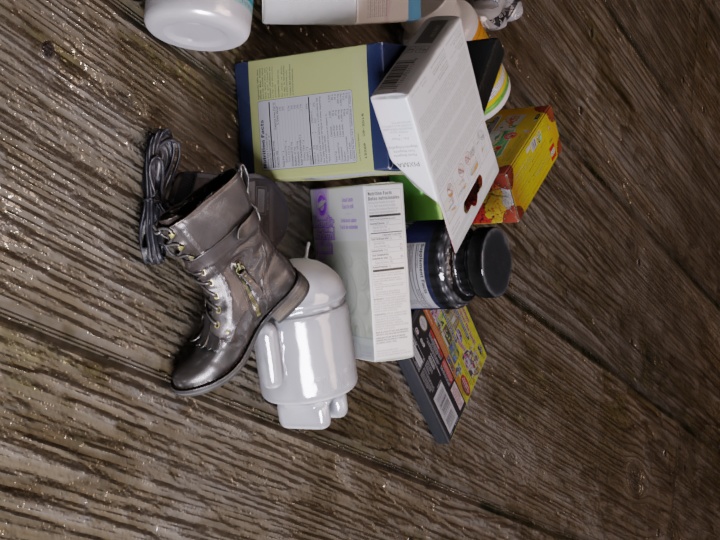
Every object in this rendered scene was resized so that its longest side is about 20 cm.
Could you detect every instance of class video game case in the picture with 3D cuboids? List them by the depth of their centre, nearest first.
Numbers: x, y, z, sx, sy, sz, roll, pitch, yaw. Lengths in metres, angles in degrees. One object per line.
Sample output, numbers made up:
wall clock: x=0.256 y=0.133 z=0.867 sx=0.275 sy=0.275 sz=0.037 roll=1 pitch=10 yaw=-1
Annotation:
video game case: x=0.114 y=0.111 z=1.808 sx=0.182 sy=0.025 sz=0.202 roll=-60 pitch=136 yaw=-41

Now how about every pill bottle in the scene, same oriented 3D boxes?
pill bottle: x=-0.157 y=-0.336 z=1.297 sx=0.110 sy=0.109 sz=0.203 roll=21 pitch=71 yaw=-56
pill bottle: x=0.083 y=-0.007 z=1.594 sx=0.111 sy=0.197 sz=0.114 roll=5 pitch=84 yaw=-58
pill bottle: x=0.125 y=-0.306 z=1.764 sx=0.201 sy=0.110 sz=0.112 roll=53 pitch=46 yaw=-44

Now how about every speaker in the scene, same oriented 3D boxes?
speaker: x=0.086 y=-0.097 z=1.713 sx=0.088 sy=0.087 sz=0.203 roll=-31 pitch=115 yaw=-55

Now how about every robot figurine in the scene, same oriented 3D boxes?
robot figurine: x=-0.065 y=0.074 z=1.427 sx=0.169 sy=0.111 sz=0.203 roll=-29 pitch=114 yaw=-61

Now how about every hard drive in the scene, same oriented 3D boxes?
hard drive: x=0.071 y=-0.224 z=1.585 sx=0.033 sy=0.197 sz=0.141 roll=55 pitch=45 yaw=-41

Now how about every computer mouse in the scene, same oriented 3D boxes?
computer mouse: x=-0.160 y=-0.067 z=1.343 sx=0.198 sy=0.052 sz=0.141 roll=8 pitch=83 yaw=-46

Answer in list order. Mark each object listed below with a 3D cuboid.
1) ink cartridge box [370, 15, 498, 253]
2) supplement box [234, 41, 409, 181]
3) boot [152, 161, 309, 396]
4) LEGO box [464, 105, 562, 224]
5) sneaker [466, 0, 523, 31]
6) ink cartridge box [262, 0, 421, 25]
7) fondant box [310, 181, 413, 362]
ink cartridge box: x=0.085 y=-0.147 z=1.378 sx=0.163 sy=0.056 sz=0.202 roll=-58 pitch=143 yaw=-43
supplement box: x=-0.007 y=-0.175 z=1.453 sx=0.199 sy=0.197 sz=0.137 roll=-7 pitch=94 yaw=-58
boot: x=-0.156 y=0.009 z=1.284 sx=0.200 sy=0.069 sz=0.175 roll=-46 pitch=127 yaw=-13
LEGO box: x=0.184 y=-0.151 z=1.819 sx=0.200 sy=0.147 sz=0.078 roll=-53 pitch=132 yaw=-45
sneaker: x=0.187 y=-0.423 z=1.913 sx=0.200 sy=0.074 sz=0.117 roll=-38 pitch=120 yaw=-59
ink cartridge box: x=-0.026 y=-0.351 z=1.477 sx=0.199 sy=0.127 sz=0.127 roll=-23 pitch=116 yaw=-61
fondant box: x=0.000 y=0.000 z=1.506 sx=0.057 sy=0.144 sz=0.204 roll=-5 pitch=93 yaw=-27
